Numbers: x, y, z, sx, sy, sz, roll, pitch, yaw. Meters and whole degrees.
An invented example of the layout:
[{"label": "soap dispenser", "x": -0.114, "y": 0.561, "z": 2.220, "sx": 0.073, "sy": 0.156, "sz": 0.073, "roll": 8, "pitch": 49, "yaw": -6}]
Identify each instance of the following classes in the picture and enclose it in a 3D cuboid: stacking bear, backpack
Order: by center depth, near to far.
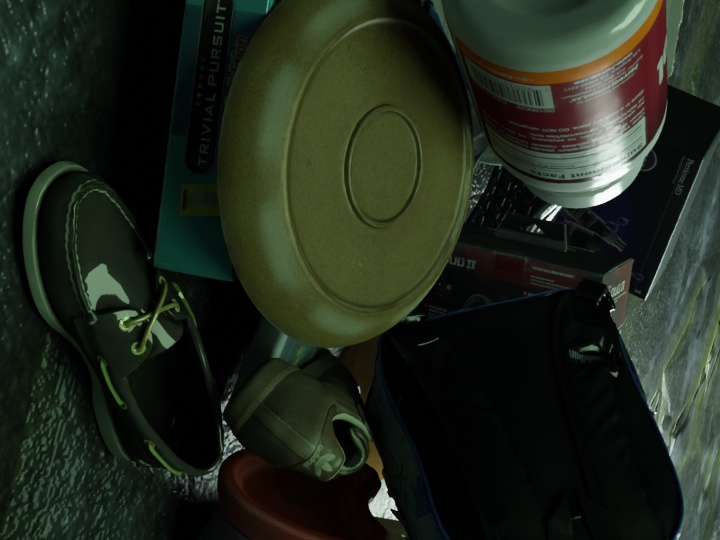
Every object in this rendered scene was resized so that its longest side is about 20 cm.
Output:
[{"label": "backpack", "x": 0.106, "y": 0.133, "z": 0.731, "sx": 0.181, "sy": 0.201, "sz": 0.148, "roll": -9, "pitch": 140, "yaw": -13}, {"label": "stacking bear", "x": -0.064, "y": 0.230, "z": 0.746, "sx": 0.122, "sy": 0.113, "sz": 0.202, "roll": -100, "pitch": -154, "yaw": -71}]

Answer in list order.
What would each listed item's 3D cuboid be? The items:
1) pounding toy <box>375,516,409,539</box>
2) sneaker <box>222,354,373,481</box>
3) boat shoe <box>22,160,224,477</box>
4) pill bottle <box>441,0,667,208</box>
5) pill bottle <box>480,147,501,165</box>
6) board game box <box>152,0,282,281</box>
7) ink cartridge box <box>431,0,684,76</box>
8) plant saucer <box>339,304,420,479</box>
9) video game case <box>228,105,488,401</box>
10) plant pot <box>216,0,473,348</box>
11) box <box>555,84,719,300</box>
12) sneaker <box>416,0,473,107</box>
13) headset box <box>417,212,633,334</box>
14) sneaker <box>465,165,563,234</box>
[{"label": "pounding toy", "x": 0.028, "y": 0.268, "z": 0.865, "sx": 0.141, "sy": 0.199, "sz": 0.186, "roll": 17, "pitch": 88, "yaw": -33}, {"label": "sneaker", "x": -0.027, "y": 0.102, "z": 0.712, "sx": 0.071, "sy": 0.075, "sz": 0.200, "roll": -49, "pitch": 167, "yaw": 6}, {"label": "boat shoe", "x": -0.119, "y": 0.031, "z": 0.605, "sx": 0.072, "sy": 0.060, "sz": 0.202, "roll": -50, "pitch": 142, "yaw": -37}, {"label": "pill bottle", "x": 0.115, "y": -0.115, "z": 0.633, "sx": 0.114, "sy": 0.112, "sz": 0.200, "roll": -67, "pitch": 158, "yaw": -15}, {"label": "pill bottle", "x": 0.147, "y": -0.178, "z": 0.932, "sx": 0.200, "sy": 0.111, "sz": 0.113, "roll": -45, "pitch": 139, "yaw": -44}, {"label": "board game box", "x": -0.055, "y": -0.103, "z": 0.628, "sx": 0.151, "sy": 0.046, "sz": 0.202, "roll": -20, "pitch": 119, "yaw": -76}, {"label": "ink cartridge box", "x": 0.129, "y": -0.228, "z": 0.788, "sx": 0.050, "sy": 0.198, "sz": 0.163, "roll": -49, "pitch": 146, "yaw": -72}, {"label": "plant saucer", "x": 0.036, "y": 0.080, "z": 0.928, "sx": 0.200, "sy": 0.037, "sz": 0.202, "roll": -35, "pitch": 132, "yaw": -51}, {"label": "video game case", "x": 0.000, "y": 0.000, "z": 0.731, "sx": 0.181, "sy": 0.023, "sz": 0.201, "roll": -36, "pitch": 161, "yaw": -40}, {"label": "plant pot", "x": 0.005, "y": -0.056, "z": 0.602, "sx": 0.199, "sy": 0.027, "sz": 0.202, "roll": -15, "pitch": 110, "yaw": -48}, {"label": "box", "x": 0.246, "y": -0.086, "z": 1.068, "sx": 0.079, "sy": 0.140, "sz": 0.201, "roll": -54, "pitch": 161, "yaw": -35}, {"label": "sneaker", "x": 0.040, "y": -0.140, "z": 0.750, "sx": 0.200, "sy": 0.078, "sz": 0.090, "roll": 5, "pitch": 71, "yaw": -74}, {"label": "headset box", "x": 0.121, "y": 0.058, "z": 0.879, "sx": 0.077, "sy": 0.148, "sz": 0.202, "roll": -18, "pitch": 117, "yaw": -58}, {"label": "sneaker", "x": 0.142, "y": -0.060, "z": 1.006, "sx": 0.201, "sy": 0.072, "sz": 0.083, "roll": -52, "pitch": 166, "yaw": 5}]
